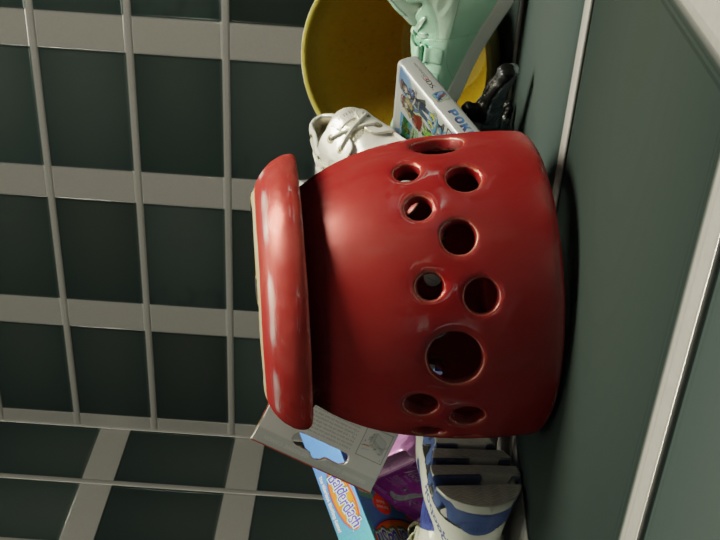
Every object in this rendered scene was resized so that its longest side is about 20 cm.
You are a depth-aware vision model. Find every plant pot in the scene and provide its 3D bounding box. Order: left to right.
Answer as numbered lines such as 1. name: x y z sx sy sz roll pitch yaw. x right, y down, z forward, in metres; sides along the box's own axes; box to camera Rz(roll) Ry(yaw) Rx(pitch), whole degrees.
1. plant pot: 0.023 0.014 0.679 0.200 0.181 0.202 175 90 -84
2. plant pot: 0.061 -0.217 1.043 0.142 0.199 0.201 -34 -48 -57

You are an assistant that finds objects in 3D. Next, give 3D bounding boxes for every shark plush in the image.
1. shark plush: 0.099 -0.120 0.900 0.083 0.091 0.200 -43 -27 -20

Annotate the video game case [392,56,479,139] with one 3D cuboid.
1. video game case: 0.075 -0.047 0.872 0.183 0.022 0.201 57 158 34

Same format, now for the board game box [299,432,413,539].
1. board game box: 0.015 0.272 1.191 0.152 0.045 0.201 33 -151 -55

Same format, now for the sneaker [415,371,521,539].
1. sneaker: 0.073 0.168 0.813 0.200 0.080 0.116 -90 5 -66

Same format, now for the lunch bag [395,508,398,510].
1. lunch bag: 0.079 0.153 1.161 0.201 0.081 0.177 -88 5 -47

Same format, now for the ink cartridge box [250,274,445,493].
1. ink cartridge box: 0.002 0.056 0.802 0.201 0.109 0.050 -64 13 -2

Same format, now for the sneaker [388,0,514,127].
1. sneaker: 0.046 -0.208 0.901 0.201 0.118 0.074 -61 18 25

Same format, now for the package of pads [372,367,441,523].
1. package of pads: 0.057 0.129 0.981 0.120 0.075 0.201 41 -145 -31

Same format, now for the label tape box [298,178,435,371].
1. label tape box: 0.000 0.000 0.943 0.200 0.063 0.145 -151 60 -64

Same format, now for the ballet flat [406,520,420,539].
1. ballet flat: 0.070 0.327 1.064 0.201 0.072 0.072 -86 0 -63

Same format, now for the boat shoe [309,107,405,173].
1. boat shoe: -0.005 -0.103 0.880 0.070 0.071 0.200 63 165 -19
